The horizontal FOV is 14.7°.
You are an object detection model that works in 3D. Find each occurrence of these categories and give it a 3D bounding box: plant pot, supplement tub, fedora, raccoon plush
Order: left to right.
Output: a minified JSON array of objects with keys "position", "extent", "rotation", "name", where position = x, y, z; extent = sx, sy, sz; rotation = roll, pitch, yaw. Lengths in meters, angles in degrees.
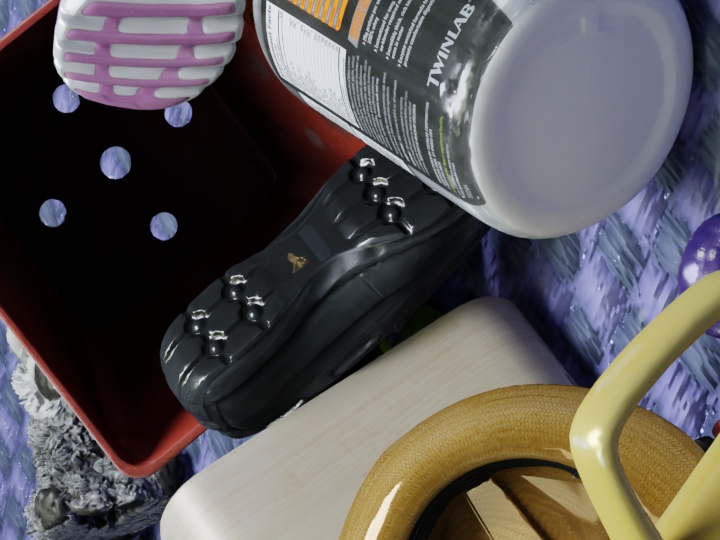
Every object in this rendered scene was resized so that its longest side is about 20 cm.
[{"position":[-0.181,0.102,1.717],"extent":[0.200,0.096,0.135],"rotation":[-48,56,58],"name":"raccoon plush"},{"position":[-0.106,-0.049,1.360],"extent":[0.200,0.200,0.176],"rotation":[53,173,-13],"name":"plant pot"},{"position":[0.036,-0.104,1.177],"extent":[0.200,0.122,0.123],"rotation":[37,136,48],"name":"supplement tub"},{"position":[0.085,0.145,1.129],"extent":[0.202,0.200,0.082],"rotation":[65,-165,13],"name":"fedora"}]

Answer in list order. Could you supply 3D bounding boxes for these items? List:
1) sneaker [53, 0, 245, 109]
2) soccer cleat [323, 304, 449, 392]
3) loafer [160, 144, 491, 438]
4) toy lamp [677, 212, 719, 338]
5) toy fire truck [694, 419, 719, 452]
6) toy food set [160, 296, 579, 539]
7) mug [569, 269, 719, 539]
[{"position":[-0.087,-0.158,1.200],"extent":[0.201,0.080,0.089],"rotation":[104,164,-44],"name":"sneaker"},{"position":[-0.016,0.032,1.387],"extent":[0.200,0.081,0.068],"rotation":[24,126,54],"name":"soccer cleat"},{"position":[0.000,0.000,1.263],"extent":[0.068,0.200,0.070],"rotation":[53,-177,40],"name":"loafer"},{"position":[0.195,0.015,1.029],"extent":[0.200,0.058,0.059],"rotation":[10,114,59],"name":"toy lamp"},{"position":[0.173,0.162,1.159],"extent":[0.141,0.048,0.201],"rotation":[54,146,30],"name":"toy fire truck"},{"position":[0.027,0.116,1.242],"extent":[0.144,0.199,0.061],"rotation":[53,172,31],"name":"toy food set"},{"position":[0.149,0.110,1.002],"extent":[0.187,0.153,0.150],"rotation":[45,163,8],"name":"mug"}]
